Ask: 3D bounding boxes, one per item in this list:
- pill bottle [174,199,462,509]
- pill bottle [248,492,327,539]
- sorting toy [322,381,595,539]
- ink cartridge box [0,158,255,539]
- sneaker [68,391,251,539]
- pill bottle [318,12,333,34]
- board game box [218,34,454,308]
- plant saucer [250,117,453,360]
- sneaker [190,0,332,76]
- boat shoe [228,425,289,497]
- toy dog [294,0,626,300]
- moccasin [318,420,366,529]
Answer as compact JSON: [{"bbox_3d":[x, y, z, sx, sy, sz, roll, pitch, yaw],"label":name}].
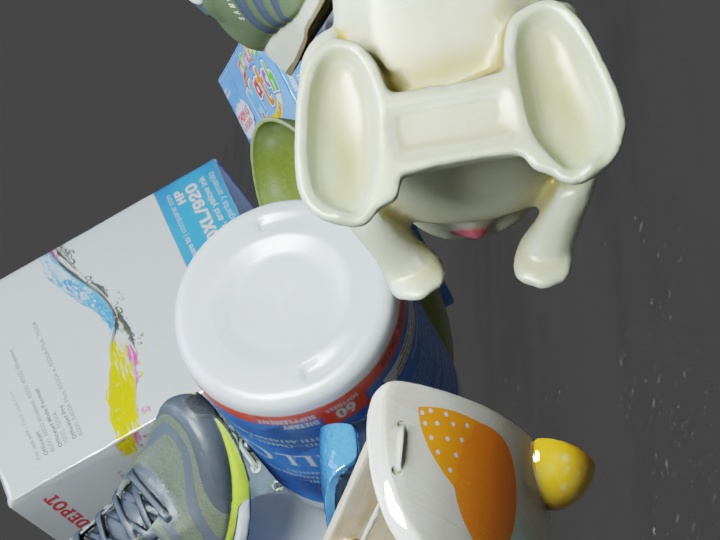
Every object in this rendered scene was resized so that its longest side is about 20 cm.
[{"bbox_3d":[-0.011,0.055,1.322,0.200,0.112,0.112,56,-142,-60],"label":"pill bottle"},{"bbox_3d":[-0.082,0.192,1.432,0.200,0.109,0.109,-41,35,52],"label":"pill bottle"},{"bbox_3d":[0.035,0.175,1.064,0.200,0.107,0.180,112,160,-54],"label":"sorting toy"},{"bbox_3d":[-0.126,0.062,1.616,0.145,0.200,0.147,64,-175,29],"label":"ink cartridge box"},{"bbox_3d":[-0.118,0.147,1.320,0.074,0.081,0.200,45,122,38],"label":"sneaker"},{"bbox_3d":[0.004,-0.128,1.685,0.200,0.112,0.113,143,138,-79],"label":"pill bottle"},{"bbox_3d":[-0.018,-0.051,1.586,0.200,0.037,0.151,62,166,4],"label":"board game box"},{"bbox_3d":[0.000,0.000,1.483,0.200,0.031,0.200,55,161,29],"label":"plant saucer"},{"bbox_3d":[-0.047,-0.158,1.270,0.067,0.090,0.200,-58,2,-17],"label":"sneaker"},{"bbox_3d":[-0.063,0.124,1.543,0.200,0.062,0.073,-48,22,38],"label":"boat shoe"},{"bbox_3d":[0.036,-0.078,1.209,0.200,0.139,0.194,64,-172,-75],"label":"toy dog"},{"bbox_3d":[0.021,0.139,1.283,0.200,0.068,0.081,82,-178,-62],"label":"moccasin"}]
